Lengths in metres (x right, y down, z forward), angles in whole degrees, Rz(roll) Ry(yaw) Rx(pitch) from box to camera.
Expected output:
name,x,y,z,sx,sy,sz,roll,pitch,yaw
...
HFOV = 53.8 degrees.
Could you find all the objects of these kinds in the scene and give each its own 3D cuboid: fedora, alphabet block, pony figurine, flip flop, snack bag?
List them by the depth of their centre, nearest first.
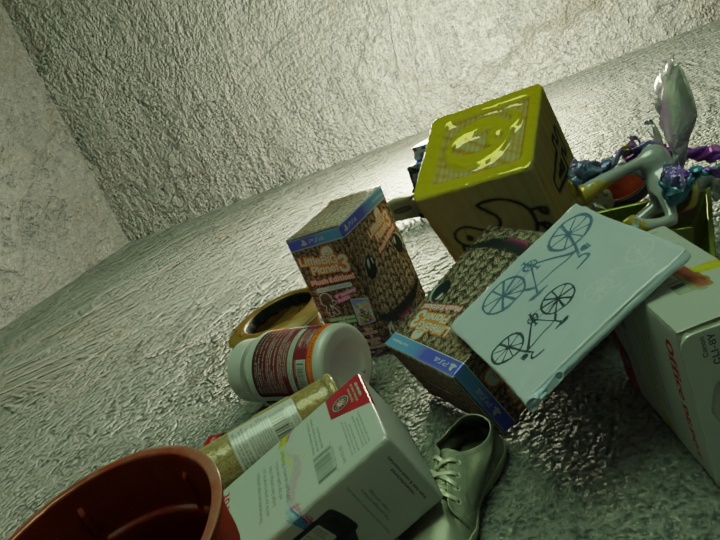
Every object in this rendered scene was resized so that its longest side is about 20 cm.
name,x,y,z,sx,sy,sz,roll,pitch,yaw
snack bag,0.183,0.022,0.647,0.188,0.021,0.200,-44,19,2
pony figurine,0.356,-0.124,0.846,0.198,0.195,0.167,-23,-27,9
alphabet block,0.220,-0.128,1.093,0.194,0.200,0.198,-15,42,32
fedora,-0.120,0.101,1.175,0.199,0.082,0.201,-22,16,7
flip flop,0.139,-0.149,1.597,0.198,0.081,0.058,-17,35,29

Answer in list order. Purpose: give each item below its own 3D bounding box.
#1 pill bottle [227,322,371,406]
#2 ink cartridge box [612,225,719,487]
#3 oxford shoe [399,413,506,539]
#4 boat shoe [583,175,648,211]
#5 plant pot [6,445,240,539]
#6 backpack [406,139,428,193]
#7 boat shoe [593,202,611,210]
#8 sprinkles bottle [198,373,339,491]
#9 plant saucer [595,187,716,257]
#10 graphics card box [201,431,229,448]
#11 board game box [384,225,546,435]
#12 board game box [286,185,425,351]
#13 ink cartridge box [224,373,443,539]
name,x,y,z,sx,sy,sz,roll,pitch,yaw
pill bottle,-0.089,0.134,0.985,0.199,0.110,0.109,-9,22,41
ink cartridge box,0.286,0.064,0.615,0.083,0.146,0.200,-21,17,6
oxford shoe,0.078,0.202,0.641,0.075,0.058,0.200,-9,25,36
boat shoe,0.384,-0.131,1.170,0.062,0.072,0.199,4,-11,-40
plant pot,-0.137,0.264,0.485,0.199,0.197,0.201,-21,25,10
backpack,0.222,-0.251,1.670,0.189,0.156,0.200,1,25,34
boat shoe,0.349,-0.055,0.987,0.200,0.087,0.075,-23,17,7
sprinkles bottle,-0.103,0.187,0.751,0.199,0.069,0.068,-29,17,-9
plant saucer,0.328,-0.003,0.863,0.198,0.048,0.201,-12,35,32
graphics card box,-0.112,0.229,0.832,0.198,0.051,0.126,-19,18,20
board game box,0.153,0.057,0.806,0.200,0.097,0.159,-48,22,-12
board game box,0.000,0.000,1.082,0.096,0.202,0.160,-14,20,31
ink cartridge box,-0.041,0.211,0.652,0.200,0.083,0.146,-41,17,1
